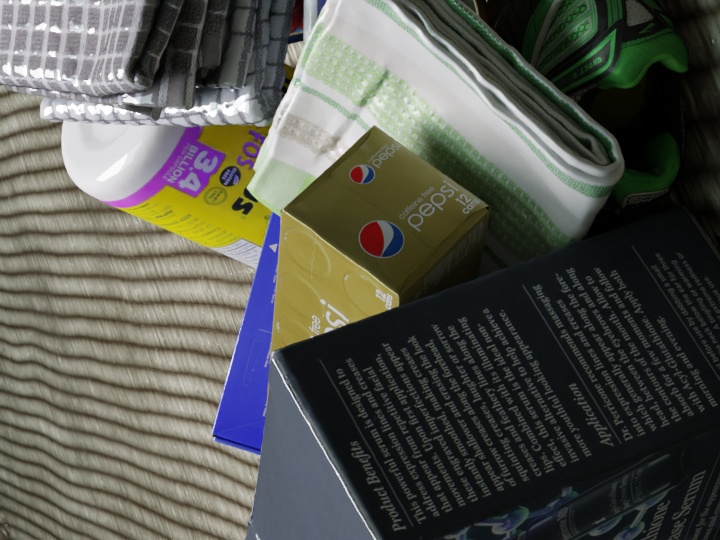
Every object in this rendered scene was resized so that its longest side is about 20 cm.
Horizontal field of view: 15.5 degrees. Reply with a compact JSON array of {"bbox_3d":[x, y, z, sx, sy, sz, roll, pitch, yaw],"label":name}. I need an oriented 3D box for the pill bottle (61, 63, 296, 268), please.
[{"bbox_3d":[-0.049,-0.056,1.383,0.104,0.200,0.105,-30,49,41],"label":"pill bottle"}]

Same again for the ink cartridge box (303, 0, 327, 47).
[{"bbox_3d":[0.008,-0.198,1.255,0.200,0.043,0.197,-62,-26,-69],"label":"ink cartridge box"}]

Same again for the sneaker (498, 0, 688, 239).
[{"bbox_3d":[0.095,-0.040,1.145,0.200,0.078,0.085,92,155,-43],"label":"sneaker"}]

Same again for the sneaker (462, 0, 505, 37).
[{"bbox_3d":[0.061,-0.114,1.229,0.090,0.067,0.201,-122,23,-63],"label":"sneaker"}]

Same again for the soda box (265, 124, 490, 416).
[{"bbox_3d":[0.004,0.030,1.178,0.068,0.064,0.200,36,149,19],"label":"soda box"}]

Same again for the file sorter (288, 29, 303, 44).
[{"bbox_3d":[-0.077,-0.216,1.468,0.139,0.122,0.201,-168,65,-72],"label":"file sorter"}]

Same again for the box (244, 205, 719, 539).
[{"bbox_3d":[0.066,0.082,1.119,0.107,0.199,0.149,59,158,29],"label":"box"}]

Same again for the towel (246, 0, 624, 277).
[{"bbox_3d":[0.025,-0.041,1.149,0.149,0.031,0.200,43,148,8],"label":"towel"}]

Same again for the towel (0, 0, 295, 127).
[{"bbox_3d":[-0.109,-0.169,1.253,0.165,0.085,0.201,8,89,45],"label":"towel"}]

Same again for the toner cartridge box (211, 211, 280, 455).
[{"bbox_3d":[0.000,0.000,1.306,0.043,0.095,0.201,2,-76,-77],"label":"toner cartridge box"}]

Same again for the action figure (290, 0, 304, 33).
[{"bbox_3d":[-0.050,-0.178,1.321,0.200,0.099,0.065,-83,-9,-50],"label":"action figure"}]
